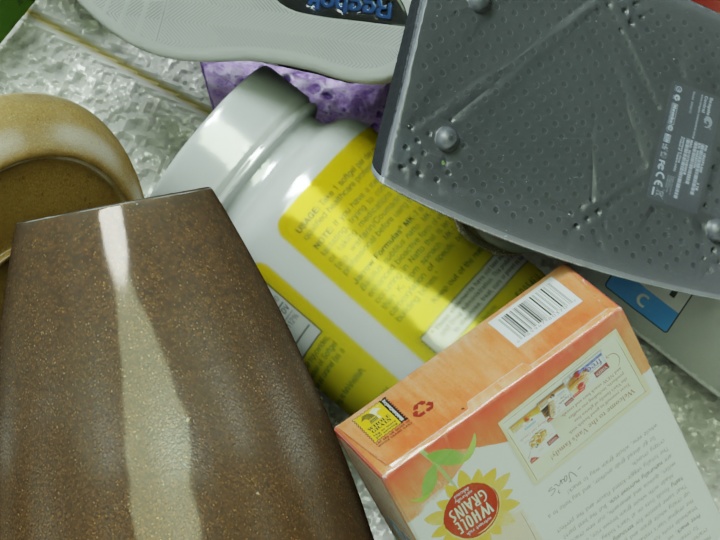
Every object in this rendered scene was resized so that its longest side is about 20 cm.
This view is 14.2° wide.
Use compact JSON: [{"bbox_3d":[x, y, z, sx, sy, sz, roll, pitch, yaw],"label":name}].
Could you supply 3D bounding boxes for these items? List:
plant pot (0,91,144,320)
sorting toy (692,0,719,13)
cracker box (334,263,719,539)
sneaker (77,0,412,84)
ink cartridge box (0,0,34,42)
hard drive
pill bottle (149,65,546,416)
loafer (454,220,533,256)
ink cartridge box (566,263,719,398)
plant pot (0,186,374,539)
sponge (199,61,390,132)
[{"bbox_3d":[-0.169,0.015,1.368,0.027,0.200,0.201,24,73,37],"label":"plant pot"},{"bbox_3d":[0.210,-0.154,1.467,0.199,0.070,0.200,16,74,0],"label":"sorting toy"},{"bbox_3d":[0.090,0.116,1.338,0.134,0.201,0.058,-35,33,-10],"label":"cracker box"},{"bbox_3d":[-0.042,-0.129,1.396,0.199,0.112,0.074,19,98,20],"label":"sneaker"},{"bbox_3d":[-0.202,-0.066,1.414,0.076,0.148,0.200,33,76,11],"label":"ink cartridge box"},{"bbox_3d":[0.102,-0.069,1.324,0.199,0.042,0.136,17,81,-25],"label":"hard drive"},{"bbox_3d":[0.000,0.000,1.398,0.200,0.114,0.114,41,78,4],"label":"pill bottle"},{"bbox_3d":[0.073,-0.080,1.410,0.075,0.070,0.201,20,49,-15],"label":"loafer"},{"bbox_3d":[0.222,-0.009,1.393,0.200,0.045,0.177,37,120,11],"label":"ink cartridge box"},{"bbox_3d":[-0.094,0.068,1.324,0.186,0.187,0.201,-10,92,-2],"label":"plant pot"},{"bbox_3d":[-0.039,-0.150,1.498,0.111,0.030,0.201,-16,73,-4],"label":"sponge"}]
